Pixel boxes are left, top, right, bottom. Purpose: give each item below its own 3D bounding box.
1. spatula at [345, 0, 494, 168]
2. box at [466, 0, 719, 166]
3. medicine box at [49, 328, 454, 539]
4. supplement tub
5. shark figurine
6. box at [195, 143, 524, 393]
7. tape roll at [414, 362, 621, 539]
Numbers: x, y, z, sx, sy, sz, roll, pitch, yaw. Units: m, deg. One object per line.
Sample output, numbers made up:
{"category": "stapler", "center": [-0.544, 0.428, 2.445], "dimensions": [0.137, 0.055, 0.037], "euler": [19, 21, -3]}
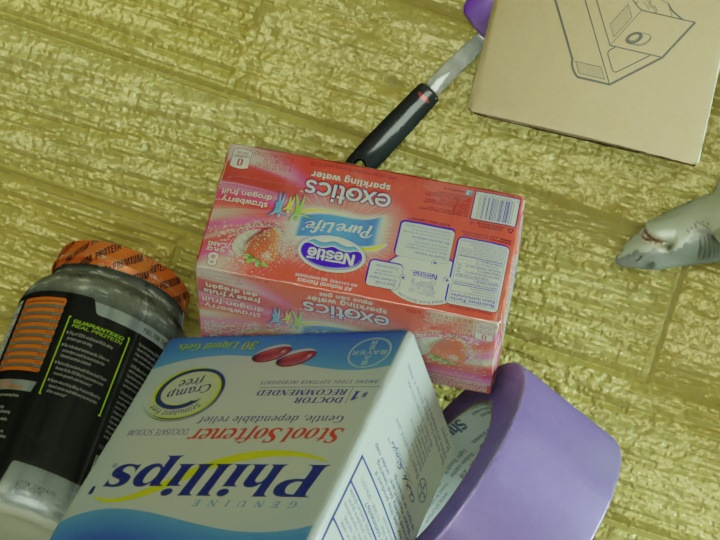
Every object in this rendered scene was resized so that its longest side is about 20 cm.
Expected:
{"category": "spatula", "center": [0.060, -0.137, 1.566], "dimensions": [0.057, 0.021, 0.200], "euler": [45, 90, 2]}
{"category": "box", "center": [0.176, -0.187, 1.535], "dimensions": [0.162, 0.021, 0.201], "euler": [14, 87, 9]}
{"category": "medicine box", "center": [-0.063, 0.139, 1.394], "dimensions": [0.181, 0.200, 0.103], "euler": [-3, 126, 26]}
{"category": "supplement tub", "center": [-0.190, 0.089, 1.489], "dimensions": [0.122, 0.123, 0.201], "euler": [19, 66, 1]}
{"category": "shark figurine", "center": [0.296, -0.008, 1.522], "dimensions": [0.128, 0.214, 0.090], "euler": [-45, 131, -27]}
{"category": "box", "center": [0.000, 0.000, 1.455], "dimensions": [0.199, 0.095, 0.103], "euler": [10, 57, 5]}
{"category": "tape roll", "center": [0.075, 0.164, 1.462], "dimensions": [0.085, 0.200, 0.200], "euler": [38, 89, -9]}
